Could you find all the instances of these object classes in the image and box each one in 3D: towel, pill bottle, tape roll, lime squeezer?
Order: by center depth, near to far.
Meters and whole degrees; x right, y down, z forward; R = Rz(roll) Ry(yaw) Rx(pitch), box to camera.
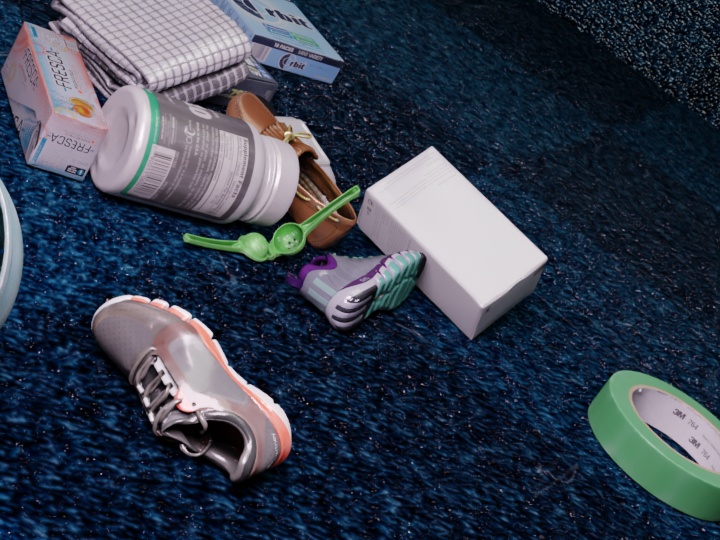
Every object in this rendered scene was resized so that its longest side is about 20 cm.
[{"bbox_3d":[-0.171,-0.113,1.499,0.199,0.113,0.113,15,28,-37],"label":"pill bottle"},{"bbox_3d":[-0.093,-0.035,1.513,0.199,0.071,0.038,-16,72,-23],"label":"lime squeezer"},{"bbox_3d":[0.354,0.196,1.637,0.200,0.048,0.201,27,23,-12],"label":"tape roll"},{"bbox_3d":[-0.249,-0.265,1.691,0.165,0.086,0.200,-28,56,-36],"label":"towel"}]

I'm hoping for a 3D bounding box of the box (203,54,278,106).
[{"bbox_3d":[-0.220,-0.289,1.866,0.157,0.051,0.200,5,36,-46],"label":"box"}]

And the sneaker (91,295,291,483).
[{"bbox_3d":[-0.147,0.096,1.169,0.200,0.077,0.082,36,30,10],"label":"sneaker"}]

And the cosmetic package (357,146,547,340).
[{"bbox_3d":[0.104,-0.033,1.660,0.113,0.081,0.200,-33,70,-25],"label":"cosmetic package"}]

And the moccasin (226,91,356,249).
[{"bbox_3d":[-0.077,-0.120,1.616,0.074,0.078,0.202,-22,74,-47],"label":"moccasin"}]

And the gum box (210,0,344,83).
[{"bbox_3d":[-0.140,-0.362,2.121,0.169,0.045,0.200,10,33,-42],"label":"gum box"}]

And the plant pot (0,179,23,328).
[{"bbox_3d":[-0.325,-0.007,1.026,0.200,0.201,0.134,36,-4,10],"label":"plant pot"}]

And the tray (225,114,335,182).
[{"bbox_3d":[-0.099,-0.149,1.732,0.108,0.022,0.200,57,25,12],"label":"tray"}]

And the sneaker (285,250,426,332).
[{"bbox_3d":[0.000,0.000,1.548,0.087,0.075,0.200,34,23,16],"label":"sneaker"}]

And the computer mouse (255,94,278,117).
[{"bbox_3d":[-0.134,-0.156,1.747,0.059,0.034,0.200,43,25,-17],"label":"computer mouse"}]

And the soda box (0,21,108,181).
[{"bbox_3d":[-0.320,-0.178,1.495,0.063,0.069,0.200,17,27,-32],"label":"soda box"}]
